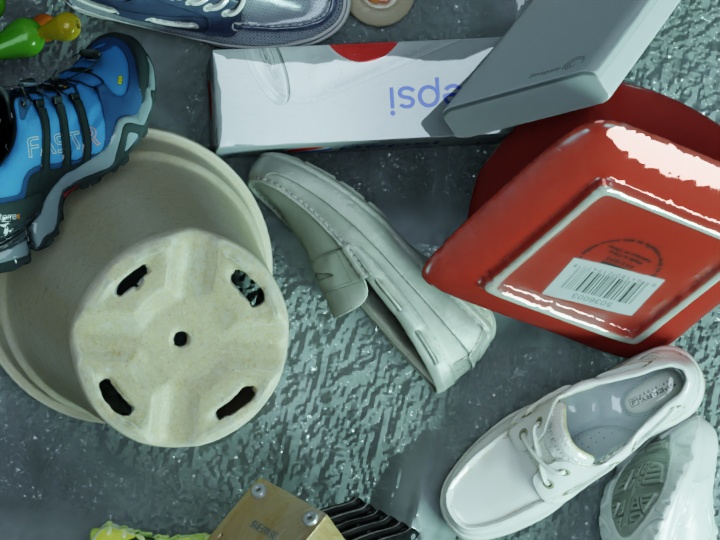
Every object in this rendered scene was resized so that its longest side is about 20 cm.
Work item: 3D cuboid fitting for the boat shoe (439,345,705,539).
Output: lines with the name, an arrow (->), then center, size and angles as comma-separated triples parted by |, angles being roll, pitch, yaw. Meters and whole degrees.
boat shoe -> 0.135, 0.111, 1.681 | 0.200, 0.069, 0.071 | -35, 81, 6

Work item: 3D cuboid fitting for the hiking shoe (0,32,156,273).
hiking shoe -> -0.191, -0.089, 1.553 | 0.200, 0.074, 0.087 | -59, 137, -37

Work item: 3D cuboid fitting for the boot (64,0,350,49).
boot -> -0.104, -0.185, 1.670 | 0.199, 0.090, 0.073 | 4, 89, -4

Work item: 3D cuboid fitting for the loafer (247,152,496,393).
loafer -> 0.000, 0.000, 1.687 | 0.200, 0.070, 0.070 | 40, 76, -4

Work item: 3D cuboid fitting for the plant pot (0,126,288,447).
plant pot -> -0.130, 0.022, 1.588 | 0.200, 0.183, 0.201 | -4, 103, -16

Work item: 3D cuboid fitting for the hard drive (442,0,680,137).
hard drive -> 0.150, -0.165, 1.638 | 0.027, 0.132, 0.200 | 55, 50, -21

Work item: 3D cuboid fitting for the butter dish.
butter dish -> 0.162, -0.058, 1.661 | 0.199, 0.199, 0.148 | 19, 48, -28

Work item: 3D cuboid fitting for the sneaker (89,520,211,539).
sneaker -> -0.139, 0.197, 1.660 | 0.199, 0.075, 0.077 | -17, 91, -8

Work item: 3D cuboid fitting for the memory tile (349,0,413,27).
memory tile -> 0.052, -0.270, 1.732 | 0.200, 0.017, 0.154 | -29, 90, -6

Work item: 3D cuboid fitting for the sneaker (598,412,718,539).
sneaker -> 0.212, 0.197, 1.708 | 0.099, 0.078, 0.201 | 22, 77, -30

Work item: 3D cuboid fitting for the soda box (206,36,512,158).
soda box -> -0.002, -0.115, 1.694 | 0.199, 0.063, 0.069 | -3, 87, -6

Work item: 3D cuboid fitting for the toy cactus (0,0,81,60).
toy cactus -> -0.273, -0.115, 1.665 | 0.199, 0.102, 0.166 | 21, 104, -7

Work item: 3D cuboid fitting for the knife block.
knife block -> -0.041, 0.225, 1.622 | 0.200, 0.064, 0.176 | -49, 138, -19
